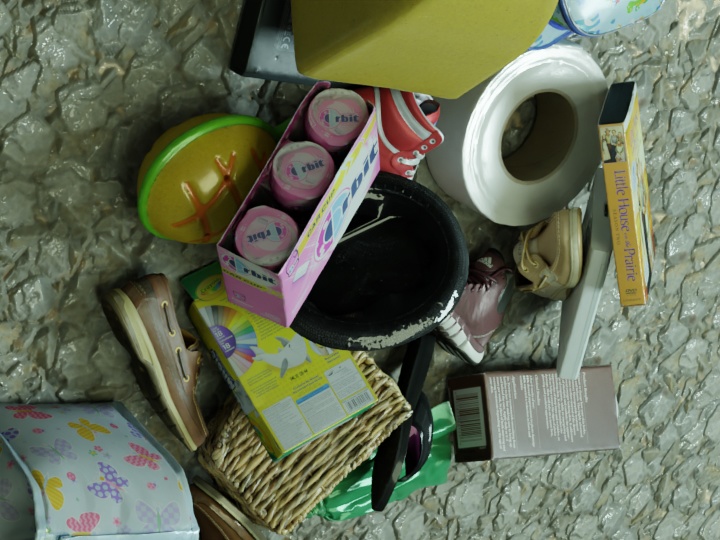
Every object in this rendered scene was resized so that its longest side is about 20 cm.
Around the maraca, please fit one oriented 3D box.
[{"bbox_3d":[-0.122,-0.088,1.571,0.200,0.107,0.137,-13,139,-41],"label":"maraca"}]

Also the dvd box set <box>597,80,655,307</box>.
[{"bbox_3d":[0.279,-0.082,1.763,0.146,0.029,0.200,-59,142,-64],"label":"dvd box set"}]

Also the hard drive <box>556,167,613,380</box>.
[{"bbox_3d":[0.246,0.005,1.845,0.026,0.132,0.200,9,135,2],"label":"hard drive"}]

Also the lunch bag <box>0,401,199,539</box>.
[{"bbox_3d":[-0.264,0.209,1.548,0.170,0.200,0.127,2,110,-38],"label":"lunch bag"}]

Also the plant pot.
[{"bbox_3d":[0.069,-0.283,1.505,0.195,0.200,0.194,3,76,-37],"label":"plant pot"}]

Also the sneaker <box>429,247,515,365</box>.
[{"bbox_3d":[0.101,0.009,1.813,0.116,0.076,0.200,-53,142,-10],"label":"sneaker"}]

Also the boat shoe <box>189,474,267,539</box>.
[{"bbox_3d":[-0.135,0.294,1.769,0.068,0.072,0.200,-44,130,-12],"label":"boat shoe"}]

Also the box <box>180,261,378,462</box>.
[{"bbox_3d":[-0.085,0.073,1.659,0.117,0.048,0.200,-27,82,-23],"label":"box"}]

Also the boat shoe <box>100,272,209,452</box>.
[{"bbox_3d":[-0.182,0.090,1.635,0.068,0.072,0.200,-32,124,-18],"label":"boat shoe"}]

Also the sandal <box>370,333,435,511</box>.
[{"bbox_3d":[0.057,0.163,1.801,0.048,0.075,0.200,20,73,-10],"label":"sandal"}]

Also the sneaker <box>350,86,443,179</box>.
[{"bbox_3d":[0.040,-0.103,1.677,0.112,0.071,0.200,-18,130,4],"label":"sneaker"}]

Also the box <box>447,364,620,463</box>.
[{"bbox_3d":[0.199,0.162,1.929,0.200,0.075,0.100,0,82,-35],"label":"box"}]

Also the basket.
[{"bbox_3d":[-0.071,0.159,1.758,0.200,0.149,0.143,-43,96,-11],"label":"basket"}]

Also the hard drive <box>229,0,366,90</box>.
[{"bbox_3d":[-0.020,-0.244,1.618,0.200,0.033,0.140,3,110,-37],"label":"hard drive"}]

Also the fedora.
[{"bbox_3d":[0.000,0.000,1.633,0.201,0.201,0.092,-35,170,-18],"label":"fedora"}]

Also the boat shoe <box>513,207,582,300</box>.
[{"bbox_3d":[0.198,-0.014,1.812,0.200,0.069,0.074,92,2,-70],"label":"boat shoe"}]

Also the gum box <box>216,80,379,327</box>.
[{"bbox_3d":[-0.050,-0.063,1.534,0.200,0.066,0.114,-61,166,-23],"label":"gum box"}]

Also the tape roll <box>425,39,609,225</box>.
[{"bbox_3d":[0.167,-0.151,1.776,0.202,0.071,0.202,-16,120,-29],"label":"tape roll"}]

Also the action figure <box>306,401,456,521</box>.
[{"bbox_3d":[0.012,0.222,1.855,0.200,0.055,0.118,-23,126,-30],"label":"action figure"}]

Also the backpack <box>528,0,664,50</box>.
[{"bbox_3d":[0.197,-0.313,1.669,0.200,0.147,0.183,-26,123,-20],"label":"backpack"}]
